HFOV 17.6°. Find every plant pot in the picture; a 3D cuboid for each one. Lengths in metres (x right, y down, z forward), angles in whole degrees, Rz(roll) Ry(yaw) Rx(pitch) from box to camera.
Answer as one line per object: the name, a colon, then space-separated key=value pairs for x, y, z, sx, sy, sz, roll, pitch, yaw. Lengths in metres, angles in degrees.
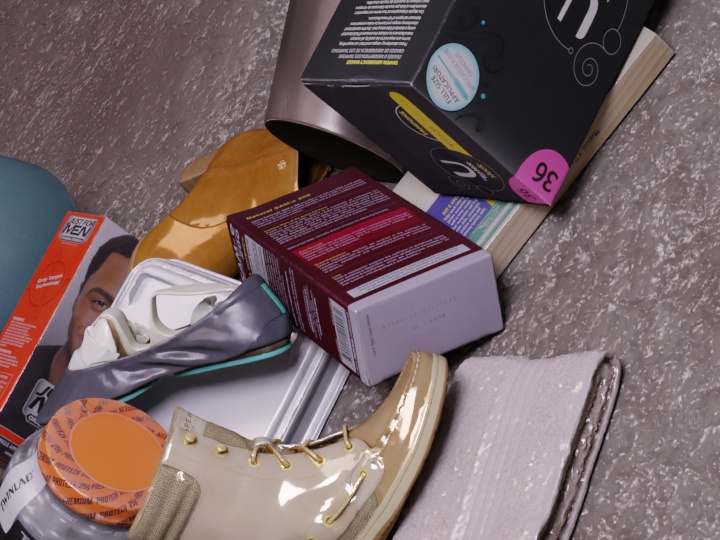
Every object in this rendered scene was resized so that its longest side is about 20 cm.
plant pot: x=-0.305 y=-0.017 z=1.912 sx=0.134 sy=0.201 sz=0.200 roll=-28 pitch=22 yaw=-32

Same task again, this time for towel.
towel: x=0.080 y=0.140 z=1.436 sx=0.132 sy=0.034 sz=0.201 roll=-5 pitch=57 yaw=47

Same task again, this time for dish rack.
dish rack: x=-0.118 y=0.080 z=1.644 sx=0.199 sy=0.044 sz=0.172 roll=19 pitch=75 yaw=30

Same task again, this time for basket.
basket: x=0.018 y=-0.177 z=1.692 sx=0.136 sy=0.179 sz=0.201 roll=80 pitch=-151 yaw=-80

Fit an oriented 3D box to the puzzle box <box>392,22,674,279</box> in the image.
puzzle box: x=0.116 y=-0.100 z=1.607 sx=0.200 sy=0.025 sz=0.133 roll=-51 pitch=35 yaw=3

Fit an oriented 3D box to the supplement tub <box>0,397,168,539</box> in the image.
supplement tub: x=-0.200 y=0.187 z=1.586 sx=0.123 sy=0.122 sz=0.201 roll=-98 pitch=28 yaw=-46

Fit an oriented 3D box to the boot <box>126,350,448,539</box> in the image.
boot: x=-0.045 y=0.116 z=1.473 sx=0.201 sy=0.155 sz=0.073 roll=-62 pitch=3 yaw=8

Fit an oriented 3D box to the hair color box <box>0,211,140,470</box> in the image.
hair color box: x=-0.223 y=0.066 z=1.793 sx=0.061 sy=0.101 sz=0.201 roll=8 pitch=67 yaw=52

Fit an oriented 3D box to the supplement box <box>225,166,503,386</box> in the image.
supplement box: x=0.000 y=0.000 z=1.584 sx=0.108 sy=0.061 sz=0.200 roll=-22 pitch=29 yaw=-20

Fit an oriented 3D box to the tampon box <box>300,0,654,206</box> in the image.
tampon box: x=0.086 y=-0.168 z=1.547 sx=0.126 sy=0.150 sz=0.201 roll=8 pitch=67 yaw=53

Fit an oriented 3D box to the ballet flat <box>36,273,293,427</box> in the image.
ballet flat: x=-0.142 y=0.050 z=1.595 sx=0.199 sy=0.073 sz=0.073 roll=-20 pitch=45 yaw=17

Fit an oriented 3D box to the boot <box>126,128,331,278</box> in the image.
boot: x=-0.096 y=-0.030 z=1.755 sx=0.144 sy=0.071 sz=0.202 roll=-18 pitch=44 yaw=41
